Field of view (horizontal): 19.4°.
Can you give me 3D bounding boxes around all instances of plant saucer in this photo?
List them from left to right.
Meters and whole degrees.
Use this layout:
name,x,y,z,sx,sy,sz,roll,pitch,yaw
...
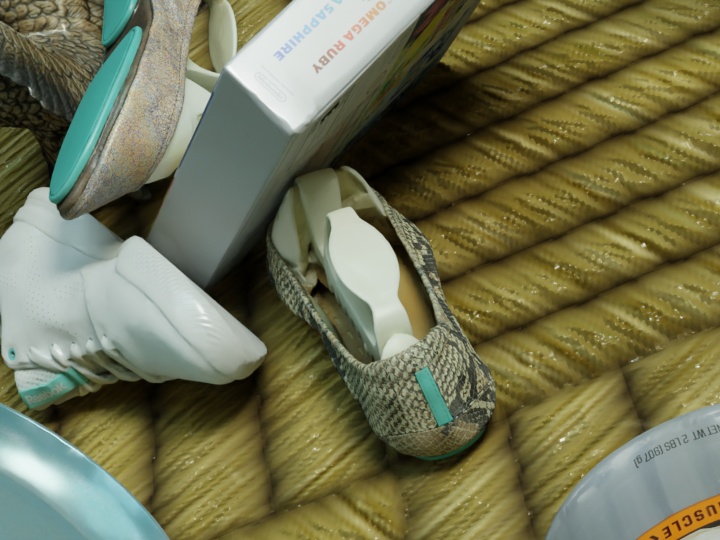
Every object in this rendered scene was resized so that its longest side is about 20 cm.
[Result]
name,x,y,z,sx,sy,sz,roll,pitch,yaw
plant saucer,-0.155,0.102,0.788,0.027,0.199,0.200,-60,29,20

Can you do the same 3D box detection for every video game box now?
name,x,y,z,sx,sy,sz,roll,pitch,yaw
video game box,-0.006,-0.092,0.929,0.182,0.047,0.200,-44,-4,-24

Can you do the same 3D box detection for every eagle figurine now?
name,x,y,z,sx,sy,sz,roll,pitch,yaw
eagle figurine,-0.174,-0.111,1.034,0.151,0.200,0.152,-36,35,-13

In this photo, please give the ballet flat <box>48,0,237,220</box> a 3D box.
name,x,y,z,sx,sy,sz,roll,pitch,yaw
ballet flat,-0.090,-0.091,0.969,0.068,0.067,0.201,-45,26,42

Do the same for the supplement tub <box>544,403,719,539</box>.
name,x,y,z,sx,sy,sz,roll,pitch,yaw
supplement tub,0.126,0.138,0.573,0.122,0.123,0.200,-24,35,6

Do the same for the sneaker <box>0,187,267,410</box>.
name,x,y,z,sx,sy,sz,roll,pitch,yaw
sneaker,-0.116,0.029,0.943,0.089,0.075,0.200,-51,33,-10

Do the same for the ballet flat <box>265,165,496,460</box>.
name,x,y,z,sx,sy,sz,roll,pitch,yaw
ballet flat,0.000,0.000,0.880,0.068,0.075,0.200,-27,34,-4
